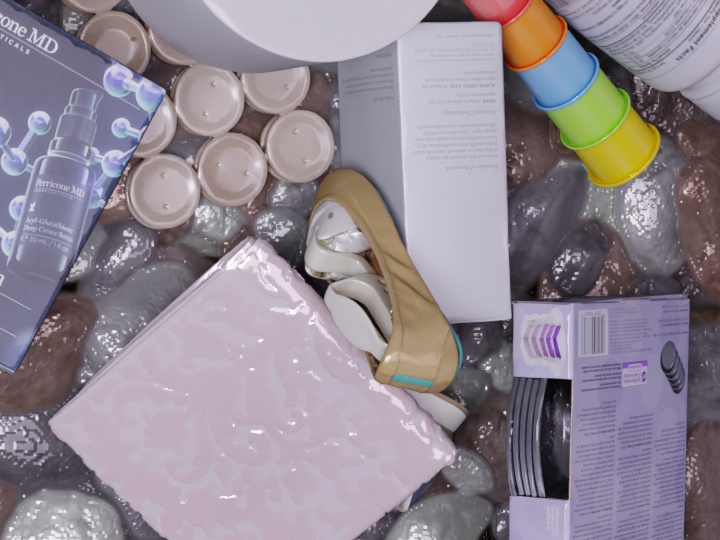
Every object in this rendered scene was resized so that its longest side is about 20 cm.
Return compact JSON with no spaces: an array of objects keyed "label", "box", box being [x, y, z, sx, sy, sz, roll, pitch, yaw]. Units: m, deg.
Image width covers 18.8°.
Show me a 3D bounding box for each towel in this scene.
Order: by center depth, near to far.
[{"label":"towel","box":[-0.070,0.105,1.420,0.191,0.032,0.200,-40,105,14]}]

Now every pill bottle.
[{"label":"pill bottle","box":[0.206,-0.197,1.521,0.200,0.113,0.113,34,79,-20]}]

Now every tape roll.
[{"label":"tape roll","box":[-0.050,-0.229,1.385,0.202,0.139,0.203,-1,92,-23]}]

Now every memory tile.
[{"label":"memory tile","box":[-0.111,-0.137,1.448,0.153,0.017,0.200,-21,100,-20]}]

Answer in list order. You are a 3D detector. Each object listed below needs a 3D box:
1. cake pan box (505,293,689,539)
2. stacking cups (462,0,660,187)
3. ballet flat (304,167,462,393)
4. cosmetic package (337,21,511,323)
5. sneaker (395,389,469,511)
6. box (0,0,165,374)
[{"label":"cake pan box","box":[0.166,0.109,1.496,0.200,0.052,0.185,-4,93,-58]},{"label":"stacking cups","box":[0.128,-0.141,1.498,0.200,0.060,0.061,45,76,-30]},{"label":"ballet flat","box":[0.000,0.000,1.389,0.063,0.200,0.069,0,128,-30]},{"label":"cosmetic package","box":[0.041,-0.064,1.462,0.081,0.113,0.200,-5,95,-22]},{"label":"sneaker","box":[-0.026,0.097,1.462,0.200,0.067,0.090,25,82,-21]},{"label":"box","box":[-0.237,-0.060,1.342,0.148,0.107,0.200,29,84,-17]}]
